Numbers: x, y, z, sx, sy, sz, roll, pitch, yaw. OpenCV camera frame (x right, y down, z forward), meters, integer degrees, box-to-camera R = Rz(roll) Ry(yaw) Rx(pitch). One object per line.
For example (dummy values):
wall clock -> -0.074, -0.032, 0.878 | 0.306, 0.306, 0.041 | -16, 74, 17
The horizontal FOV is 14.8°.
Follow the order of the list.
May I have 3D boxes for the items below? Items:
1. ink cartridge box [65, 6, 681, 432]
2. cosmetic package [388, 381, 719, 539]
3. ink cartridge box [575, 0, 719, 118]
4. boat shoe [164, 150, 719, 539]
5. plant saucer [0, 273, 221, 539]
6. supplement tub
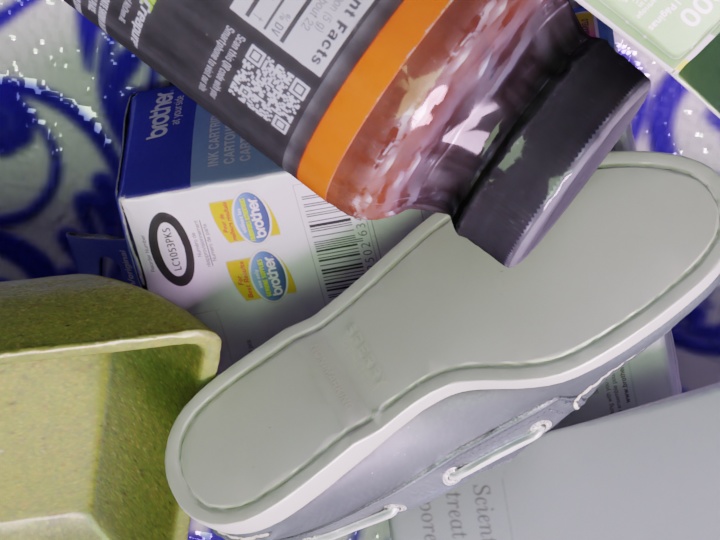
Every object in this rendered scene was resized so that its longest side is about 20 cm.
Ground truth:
ink cartridge box -> 0.000, 0.000, 0.941 | 0.199, 0.076, 0.137 | -11, 122, 6
cosmetic package -> 0.122, 0.156, 0.944 | 0.164, 0.165, 0.200 | -17, 149, 12
ink cartridge box -> 0.097, -0.102, 0.831 | 0.200, 0.146, 0.048 | 35, 114, -20
boat shoe -> 0.034, 0.028, 0.885 | 0.200, 0.073, 0.062 | -30, 149, 10
plant saucer -> -0.156, 0.065, 0.935 | 0.199, 0.048, 0.200 | -6, 148, -13
supplement tub -> -0.012, -0.088, 0.831 | 0.200, 0.107, 0.107 | 38, 119, 5
